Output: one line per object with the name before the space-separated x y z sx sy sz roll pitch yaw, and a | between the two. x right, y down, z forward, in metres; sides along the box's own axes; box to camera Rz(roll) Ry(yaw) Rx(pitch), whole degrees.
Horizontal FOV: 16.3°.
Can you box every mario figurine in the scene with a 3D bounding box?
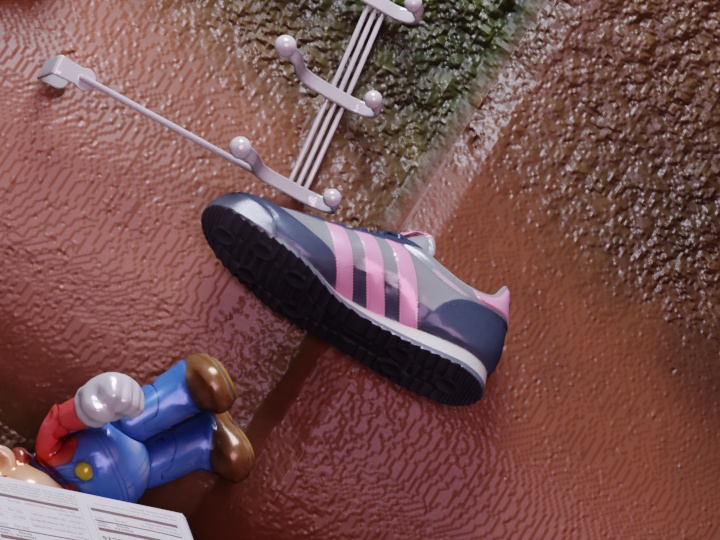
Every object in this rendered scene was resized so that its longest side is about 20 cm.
mario figurine | -0.153 0.131 1.431 0.200 0.106 0.124 -27 90 -16

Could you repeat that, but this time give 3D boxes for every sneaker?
sneaker | 0.000 0.000 1.511 0.200 0.070 0.082 34 58 -8

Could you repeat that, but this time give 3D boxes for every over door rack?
over door rack | -0.075 -0.140 1.505 0.199 0.067 0.148 25 77 -8

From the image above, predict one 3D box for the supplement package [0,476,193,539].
supplement package | -0.198 0.205 1.343 0.199 0.111 0.156 15 116 -30
